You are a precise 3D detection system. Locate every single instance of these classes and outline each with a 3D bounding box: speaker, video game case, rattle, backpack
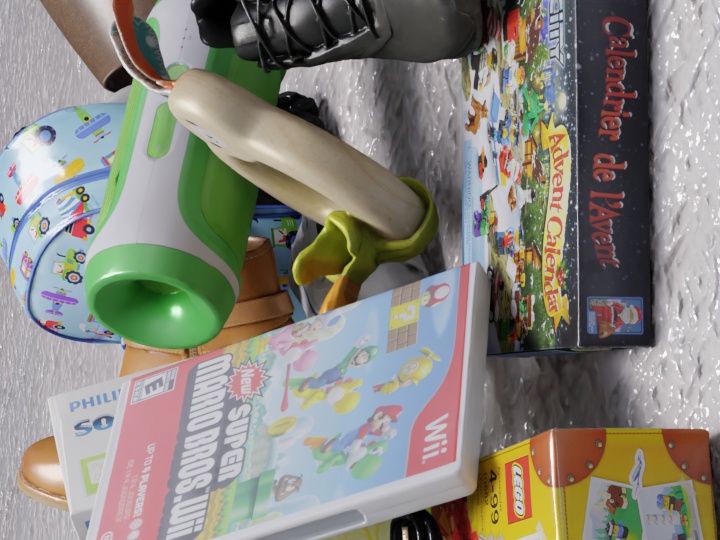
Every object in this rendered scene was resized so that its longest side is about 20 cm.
[{"bbox_3d":[-0.093,-0.061,1.352,0.089,0.088,0.201,122,162,-55],"label":"speaker"},{"bbox_3d":[-0.035,0.076,1.155,0.017,0.199,0.143,57,-155,-33],"label":"video game case"},{"bbox_3d":[-0.072,-0.031,1.248,0.143,0.199,0.130,-57,19,9],"label":"rattle"},{"bbox_3d":[-0.126,-0.018,1.523,0.183,0.199,0.135,117,148,-49],"label":"backpack"}]

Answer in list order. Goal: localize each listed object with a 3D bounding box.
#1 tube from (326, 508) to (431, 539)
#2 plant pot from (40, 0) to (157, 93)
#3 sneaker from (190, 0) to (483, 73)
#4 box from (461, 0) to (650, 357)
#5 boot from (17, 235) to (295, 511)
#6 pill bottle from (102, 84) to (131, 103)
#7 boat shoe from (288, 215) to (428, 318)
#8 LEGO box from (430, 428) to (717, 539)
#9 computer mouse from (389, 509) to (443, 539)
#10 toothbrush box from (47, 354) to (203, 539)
[{"bbox_3d":[-0.021,0.128,1.233,0.058,0.199,0.052,107,171,-62],"label":"tube"},{"bbox_3d":[-0.161,-0.232,1.708,0.187,0.186,0.201,-42,65,64],"label":"plant pot"},{"bbox_3d":[-0.013,-0.127,1.224,0.200,0.090,0.076,3,113,59],"label":"sneaker"},{"bbox_3d":[0.089,-0.061,1.163,0.137,0.037,0.201,168,102,-70],"label":"box"},{"bbox_3d":[-0.121,0.059,1.432,0.077,0.199,0.156,-53,-46,-57],"label":"boot"},{"bbox_3d":[-0.158,-0.043,1.733,0.200,0.119,0.120,136,132,-63],"label":"pill bottle"},{"bbox_3d":[0.000,0.000,1.356,0.200,0.073,0.066,-139,48,-64],"label":"boat shoe"},{"bbox_3d":[0.095,0.179,1.074,0.149,0.077,0.201,145,123,-67],"label":"LEGO box"},{"bbox_3d":[0.028,0.202,1.081,0.059,0.034,0.201,136,128,-61],"label":"computer mouse"},{"bbox_3d":[-0.074,0.139,1.356,0.201,0.145,0.086,79,175,-47],"label":"toothbrush box"}]
